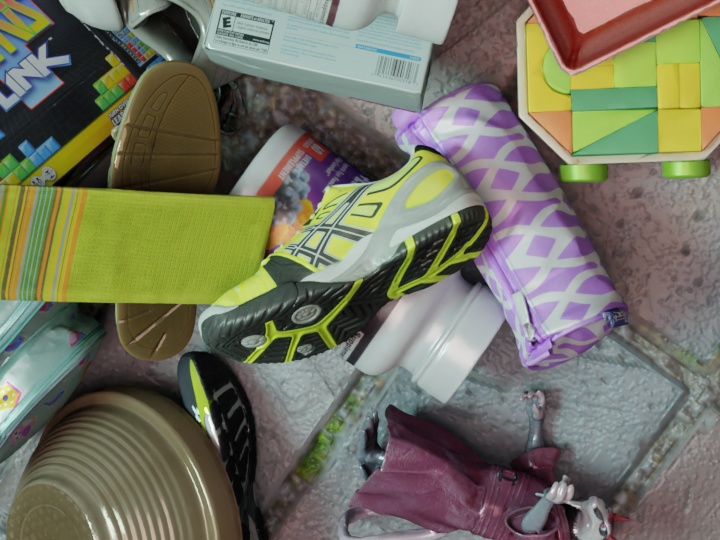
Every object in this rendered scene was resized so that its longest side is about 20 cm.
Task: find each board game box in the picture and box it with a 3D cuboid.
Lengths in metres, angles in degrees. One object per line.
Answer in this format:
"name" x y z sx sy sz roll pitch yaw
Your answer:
"board game box" -0.007 -0.219 1.280 0.146 0.064 0.202 13 84 6
"board game box" -0.240 -0.128 1.317 0.165 0.200 0.057 44 135 -3

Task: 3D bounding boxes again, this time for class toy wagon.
"toy wagon" 0.202 -0.138 1.294 0.198 0.040 0.157 -2 94 5

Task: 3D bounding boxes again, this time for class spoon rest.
"spoon rest" -0.207 -0.248 1.331 0.060 0.099 0.201 -31 73 -7

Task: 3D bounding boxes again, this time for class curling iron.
"curling iron" -0.151 -0.072 1.337 0.050 0.200 0.025 56 151 -13

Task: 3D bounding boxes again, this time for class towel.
"towel" -0.155 -0.014 1.257 0.198 0.018 0.087 2 126 -20

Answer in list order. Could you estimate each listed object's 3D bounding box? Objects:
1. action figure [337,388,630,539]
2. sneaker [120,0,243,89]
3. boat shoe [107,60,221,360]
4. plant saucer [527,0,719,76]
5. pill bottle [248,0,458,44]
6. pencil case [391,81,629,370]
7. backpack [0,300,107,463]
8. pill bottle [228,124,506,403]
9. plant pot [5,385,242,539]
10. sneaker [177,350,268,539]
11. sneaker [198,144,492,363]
"action figure" 0.088 0.165 1.356 0.198 0.134 0.150 21 112 5
"sneaker" -0.136 -0.209 1.322 0.076 0.092 0.201 -32 95 46
"boat shoe" -0.138 -0.044 1.311 0.072 0.063 0.202 4 106 -19
"plant saucer" 0.174 -0.255 1.232 0.198 0.037 0.201 -26 100 12
"pill bottle" -0.032 -0.209 1.188 0.198 0.110 0.111 16 106 -2
"pencil case" 0.097 -0.027 1.303 0.201 0.085 0.084 61 140 18
"backpack" -0.263 0.040 1.376 0.153 0.176 0.201 32 98 0
"pill bottle" 0.000 0.000 1.345 0.199 0.111 0.112 35 108 1
"plant pot" -0.185 0.188 1.396 0.199 0.092 0.203 7 101 38
"sneaker" -0.119 0.158 1.431 0.080 0.074 0.202 -2 101 16
"sneaker" -0.015 -0.007 1.264 0.198 0.076 0.077 -26 59 -1
